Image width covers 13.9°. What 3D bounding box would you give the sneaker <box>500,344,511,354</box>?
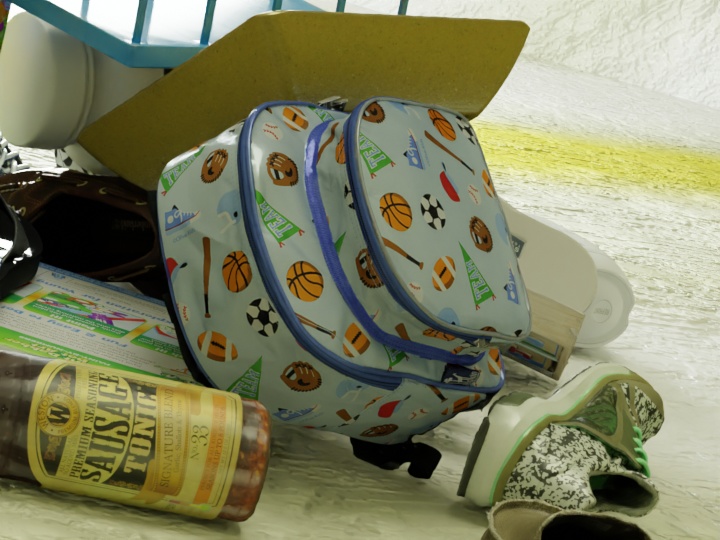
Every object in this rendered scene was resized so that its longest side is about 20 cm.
[{"bbox_3d":[0.000,0.000,1.756,0.199,0.080,0.075,15,-23,8],"label":"sneaker"}]

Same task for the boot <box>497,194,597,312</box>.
[{"bbox_3d":[0.055,-0.027,1.913,0.200,0.073,0.090,37,-20,-17],"label":"boot"}]

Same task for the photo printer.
[{"bbox_3d":[0.085,-0.003,2.066,0.199,0.070,0.166,10,12,-26],"label":"photo printer"}]

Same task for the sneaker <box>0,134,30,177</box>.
[{"bbox_3d":[-0.246,-0.060,1.870,0.199,0.086,0.077,17,11,5],"label":"sneaker"}]

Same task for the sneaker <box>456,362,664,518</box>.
[{"bbox_3d":[0.130,0.110,1.625,0.088,0.077,0.200,34,23,22],"label":"sneaker"}]

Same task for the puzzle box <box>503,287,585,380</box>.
[{"bbox_3d":[0.046,0.010,1.882,0.199,0.026,0.133,25,-10,6],"label":"puzzle box"}]

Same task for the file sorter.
[{"bbox_3d":[-0.080,-0.193,1.700,0.199,0.123,0.139,-2,21,-38],"label":"file sorter"}]

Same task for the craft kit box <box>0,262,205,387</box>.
[{"bbox_3d":[-0.158,0.044,1.599,0.199,0.049,0.197,17,9,10],"label":"craft kit box"}]

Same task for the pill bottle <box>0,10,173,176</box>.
[{"bbox_3d":[-0.122,-0.112,1.810,0.199,0.112,0.111,1,17,-35],"label":"pill bottle"}]

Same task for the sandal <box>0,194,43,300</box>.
[{"bbox_3d":[-0.211,-0.018,1.612,0.076,0.043,0.200,13,12,-7],"label":"sandal"}]

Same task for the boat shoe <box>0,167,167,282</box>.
[{"bbox_3d":[-0.176,-0.026,1.757,0.199,0.071,0.070,-3,6,35],"label":"boat shoe"}]

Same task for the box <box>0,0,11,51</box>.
[{"bbox_3d":[-0.327,-0.112,1.725,0.192,0.201,0.122,20,13,26],"label":"box"}]

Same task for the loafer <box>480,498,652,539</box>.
[{"bbox_3d":[0.106,0.144,1.397,0.076,0.068,0.200,12,12,-15],"label":"loafer"}]

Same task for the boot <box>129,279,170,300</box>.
[{"bbox_3d":[-0.051,0.019,1.852,0.199,0.075,0.097,14,-11,16],"label":"boot"}]

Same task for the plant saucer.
[{"bbox_3d":[-0.029,-0.087,1.687,0.199,0.049,0.200,-2,-17,-39],"label":"plant saucer"}]

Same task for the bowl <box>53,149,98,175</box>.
[{"bbox_3d":[-0.124,-0.055,1.947,0.199,0.095,0.201,16,21,-6],"label":"bowl"}]

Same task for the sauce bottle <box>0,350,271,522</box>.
[{"bbox_3d":[-0.144,0.076,1.418,0.199,0.066,0.066,10,12,-15],"label":"sauce bottle"}]

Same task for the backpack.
[{"bbox_3d":[-0.013,-0.003,1.552,0.190,0.154,0.201,2,60,-46],"label":"backpack"}]

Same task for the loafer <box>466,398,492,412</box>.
[{"bbox_3d":[-0.019,0.056,1.703,0.199,0.072,0.063,13,39,13],"label":"loafer"}]
